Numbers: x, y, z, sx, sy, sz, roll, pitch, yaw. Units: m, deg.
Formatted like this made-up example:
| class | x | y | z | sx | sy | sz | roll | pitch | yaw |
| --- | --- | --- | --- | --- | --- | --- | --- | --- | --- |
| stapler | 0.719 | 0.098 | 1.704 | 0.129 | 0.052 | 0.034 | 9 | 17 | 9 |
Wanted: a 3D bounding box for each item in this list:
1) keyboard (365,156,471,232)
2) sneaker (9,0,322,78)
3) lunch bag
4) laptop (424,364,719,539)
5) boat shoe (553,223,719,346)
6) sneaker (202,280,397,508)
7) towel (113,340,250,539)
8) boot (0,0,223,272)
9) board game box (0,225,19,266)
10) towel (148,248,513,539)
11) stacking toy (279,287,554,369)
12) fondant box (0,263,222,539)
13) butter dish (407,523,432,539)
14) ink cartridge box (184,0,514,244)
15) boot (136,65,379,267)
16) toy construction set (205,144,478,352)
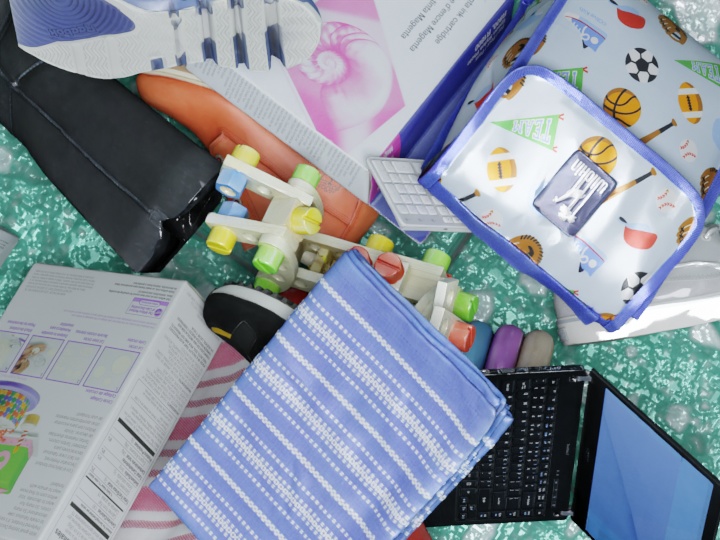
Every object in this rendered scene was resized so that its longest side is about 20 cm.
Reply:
| class | x | y | z | sx | sy | sz | roll | pitch | yaw |
| --- | --- | --- | --- | --- | --- | --- | --- | --- | --- |
| keyboard | 0.087 | -0.049 | 1.282 | 0.011 | 0.199 | 0.056 | -42 | 60 | 38 |
| sneaker | -0.122 | -0.188 | 1.235 | 0.198 | 0.081 | 0.115 | 3 | 48 | -1 |
| lunch bag | 0.149 | -0.081 | 1.261 | 0.170 | 0.124 | 0.200 | 38 | 62 | -7 |
| laptop | 0.119 | 0.152 | 1.249 | 0.199 | 0.178 | 0.104 | -3 | 50 | -2 |
| boat shoe | 0.230 | 0.003 | 1.332 | 0.199 | 0.072 | 0.069 | -12 | 87 | 7 |
| sneaker | -0.035 | 0.079 | 1.185 | 0.200 | 0.070 | 0.090 | 27 | 78 | 30 |
| towel | -0.133 | 0.116 | 1.250 | 0.146 | 0.030 | 0.201 | -7 | 49 | 32 |
| boot | -0.162 | -0.119 | 1.280 | 0.200 | 0.066 | 0.165 | 45 | 119 | 22 |
| board game box | -0.347 | -0.039 | 1.297 | 0.200 | 0.105 | 0.103 | 34 | 87 | 1 |
| towel | -0.020 | 0.104 | 1.130 | 0.145 | 0.024 | 0.200 | 45 | 104 | 20 |
| stacking toy | 0.027 | 0.059 | 1.320 | 0.199 | 0.085 | 0.086 | 15 | 86 | 7 |
| fondant box | -0.195 | 0.095 | 1.247 | 0.144 | 0.058 | 0.200 | 6 | 56 | 38 |
| butter dish | -0.068 | 0.189 | 1.269 | 0.199 | 0.200 | 0.148 | -38 | 65 | -6 |
| ink cartridge box | 0.017 | -0.149 | 1.305 | 0.200 | 0.043 | 0.197 | 36 | 59 | 2 |
| boot | -0.079 | -0.074 | 1.324 | 0.199 | 0.075 | 0.108 | 29 | 95 | 2 |
| toy construction set | 0.000 | 0.000 | 1.232 | 0.200 | 0.131 | 0.092 | 31 | 72 | 26 |
